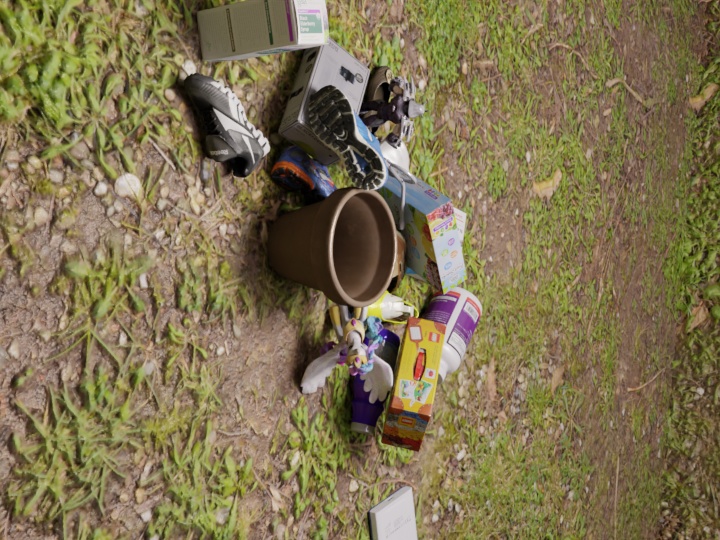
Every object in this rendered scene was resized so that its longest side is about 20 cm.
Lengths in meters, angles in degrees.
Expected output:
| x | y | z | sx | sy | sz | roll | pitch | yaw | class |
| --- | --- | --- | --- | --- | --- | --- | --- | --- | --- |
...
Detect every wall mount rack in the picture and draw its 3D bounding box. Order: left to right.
| x | y | z | sx | sy | sz | roll | pitch | yaw | class |
| --- | --- | --- | --- | --- | --- | --- | --- | --- | --- |
| 0.017 | -0.161 | 1.743 | 0.075 | 0.200 | 0.174 | -56 | 145 | -8 | wall mount rack |

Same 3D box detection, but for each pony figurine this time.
| x | y | z | sx | sy | sz | roll | pitch | yaw | class |
| --- | --- | --- | --- | --- | --- | --- | --- | --- | --- |
| -0.021 | 0.133 | 1.700 | 0.193 | 0.166 | 0.201 | 101 | -13 | -49 | pony figurine |

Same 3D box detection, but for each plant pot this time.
| x | y | z | sx | sy | sz | roll | pitch | yaw | class |
| --- | --- | --- | --- | --- | --- | --- | --- | --- | --- |
| -0.059 | -0.039 | 1.632 | 0.200 | 0.174 | 0.201 | -1 | 91 | -53 | plant pot |

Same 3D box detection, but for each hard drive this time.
| x | y | z | sx | sy | sz | roll | pitch | yaw | class |
| --- | --- | --- | --- | --- | --- | --- | --- | --- | --- |
| 0.072 | 0.562 | 1.960 | 0.132 | 0.025 | 0.201 | -20 | 107 | -52 | hard drive |

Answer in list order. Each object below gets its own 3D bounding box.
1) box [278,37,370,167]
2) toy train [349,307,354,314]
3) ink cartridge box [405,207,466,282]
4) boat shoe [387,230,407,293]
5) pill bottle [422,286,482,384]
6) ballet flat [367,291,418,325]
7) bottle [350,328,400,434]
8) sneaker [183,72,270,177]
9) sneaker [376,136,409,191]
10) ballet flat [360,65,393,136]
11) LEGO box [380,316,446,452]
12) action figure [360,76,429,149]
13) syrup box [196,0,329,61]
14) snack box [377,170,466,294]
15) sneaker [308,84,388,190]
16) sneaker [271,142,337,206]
| x | y | z | sx | sy | sz | roll | pitch | yaw | class |
| --- | --- | --- | --- | --- | --- | --- | --- | --- | --- |
| -0.061 | -0.296 | 1.669 | 0.116 | 0.060 | 0.201 | 32 | 55 | -30 | box |
| 0.000 | 0.000 | 1.834 | 0.046 | 0.034 | 0.201 | 4 | 89 | -57 | toy train |
| 0.162 | -0.078 | 2.024 | 0.116 | 0.066 | 0.201 | 19 | 76 | -52 | ink cartridge box |
| 0.051 | -0.017 | 1.825 | 0.200 | 0.075 | 0.074 | 65 | 34 | -61 | boat shoe |
| 0.174 | 0.137 | 2.011 | 0.113 | 0.112 | 0.200 | 57 | 49 | -38 | pill bottle |
| 0.061 | 0.072 | 1.859 | 0.200 | 0.067 | 0.067 | 23 | 73 | -65 | ballet flat |
| 0.024 | 0.214 | 1.847 | 0.084 | 0.065 | 0.201 | 38 | 61 | -57 | bottle |
| -0.216 | -0.220 | 1.503 | 0.200 | 0.066 | 0.091 | 51 | 50 | -44 | sneaker |
| 0.069 | -0.163 | 1.906 | 0.088 | 0.075 | 0.201 | -42 | 119 | -29 | sneaker |
| 0.031 | -0.314 | 1.854 | 0.067 | 0.046 | 0.201 | 49 | 54 | -44 | ballet flat |
| 0.100 | 0.214 | 1.801 | 0.149 | 0.077 | 0.201 | 100 | 3 | -53 | LEGO box |
| 0.040 | -0.288 | 1.738 | 0.069 | 0.199 | 0.131 | 23 | 74 | -52 | action figure |
| -0.151 | -0.374 | 1.473 | 0.079 | 0.199 | 0.082 | -20 | 107 | -52 | syrup box |
| 0.117 | -0.078 | 1.833 | 0.068 | 0.169 | 0.201 | -31 | 133 | -19 | snack box |
| -0.018 | -0.217 | 1.596 | 0.201 | 0.078 | 0.089 | 61 | 12 | 8 | sneaker |
| -0.075 | -0.159 | 1.696 | 0.200 | 0.075 | 0.079 | 40 | 55 | -48 | sneaker |
